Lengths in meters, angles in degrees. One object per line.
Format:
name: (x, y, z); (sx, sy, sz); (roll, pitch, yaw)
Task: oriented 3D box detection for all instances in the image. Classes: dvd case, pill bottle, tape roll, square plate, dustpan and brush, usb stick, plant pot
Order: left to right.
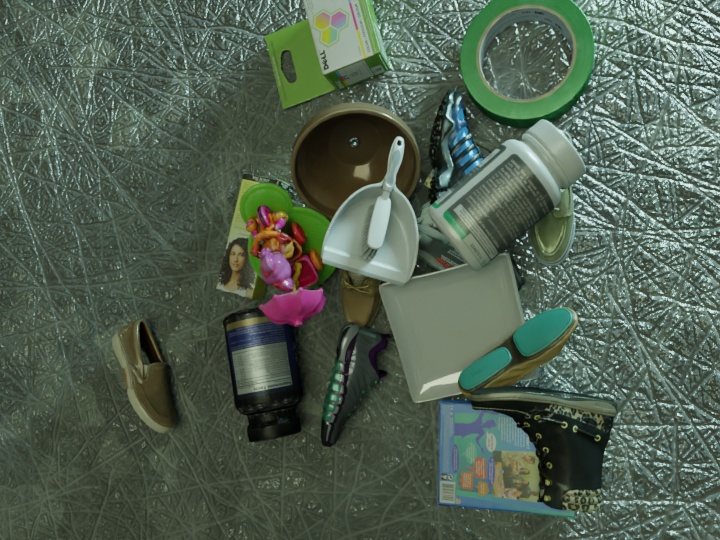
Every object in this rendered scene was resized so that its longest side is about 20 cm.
pill bottle: (-0.152, 0.164, 1.085); (0.110, 0.112, 0.203); (-12, 82, 15)
plant pot: (-0.009, -0.180, 1.059); (0.199, 0.202, 0.093); (-21, 38, 14)
dustpan and brush: (0.031, -0.095, 0.983); (0.138, 0.057, 0.203); (16, 74, -9)
square plate: (0.147, 0.087, 1.016); (0.197, 0.028, 0.201); (-14, 104, 14)
usb stick: (0.152, 0.044, 1.044); (0.198, 0.033, 0.056); (-26, 71, 13)
dvd case: (0.155, -0.096, 1.047); (0.145, 0.022, 0.201); (31, 84, 17)
pill bottle: (0.199, -0.103, 0.926); (0.199, 0.113, 0.114); (-40, 76, 7)
tape roll: (0.253, -0.324, 1.038); (0.197, 0.048, 0.204); (-2, 85, 17)

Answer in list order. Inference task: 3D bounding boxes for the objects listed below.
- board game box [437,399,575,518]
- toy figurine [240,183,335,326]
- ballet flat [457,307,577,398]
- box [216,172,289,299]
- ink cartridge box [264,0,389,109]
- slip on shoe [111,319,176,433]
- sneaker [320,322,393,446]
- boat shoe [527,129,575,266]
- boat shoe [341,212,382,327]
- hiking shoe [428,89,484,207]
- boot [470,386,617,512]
board game box: (0.214, 0.273, 1.000); (0.197, 0.045, 0.155); (1, 85, 17)
toy figurine: (-0.110, -0.008, 1.000); (0.149, 0.185, 0.201); (-26, 119, 9)
ballet flat: (0.231, 0.123, 0.974); (0.199, 0.063, 0.069); (-35, 37, 19)
box: (-0.180, -0.057, 1.145); (0.074, 0.050, 0.203); (12, 88, 17)
ink cartridge box: (-0.068, -0.376, 1.125); (0.198, 0.076, 0.150); (-18, 80, 13)
slip on shoe: (-0.362, 0.180, 1.170); (0.060, 0.076, 0.202); (-35, 69, 18)
sneaker: (-0.007, 0.187, 1.064); (0.086, 0.074, 0.203); (12, 99, -5)
boat shoe: (0.277, -0.108, 0.997); (0.071, 0.062, 0.203); (1, 91, 24)
boat shoe: (0.000, 0.000, 1.059); (0.073, 0.066, 0.203); (9, 104, 14)
hiking shoe: (0.151, -0.173, 1.027); (0.085, 0.074, 0.203); (5, 81, -6)
boot: (0.244, 0.240, 0.920); (0.200, 0.073, 0.156); (6, 86, -3)
